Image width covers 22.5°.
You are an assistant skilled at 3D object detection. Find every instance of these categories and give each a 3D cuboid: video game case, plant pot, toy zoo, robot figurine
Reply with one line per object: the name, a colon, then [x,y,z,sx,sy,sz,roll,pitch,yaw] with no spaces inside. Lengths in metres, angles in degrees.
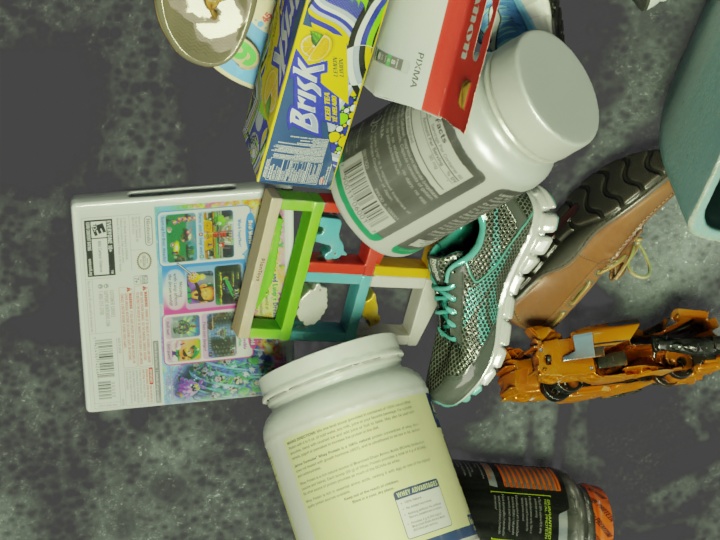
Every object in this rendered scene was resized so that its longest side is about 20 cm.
video game case: [-0.145,0.023,1.511,0.180,0.024,0.202,-5,120,-10]
plant pot: [0.345,-0.140,1.417,0.194,0.201,0.198,12,117,-18]
toy zoo: [0.000,0.000,1.515,0.198,0.020,0.132,3,118,-25]
robot figurine: [0.225,0.075,1.572,0.198,0.059,0.145,-6,165,-19]

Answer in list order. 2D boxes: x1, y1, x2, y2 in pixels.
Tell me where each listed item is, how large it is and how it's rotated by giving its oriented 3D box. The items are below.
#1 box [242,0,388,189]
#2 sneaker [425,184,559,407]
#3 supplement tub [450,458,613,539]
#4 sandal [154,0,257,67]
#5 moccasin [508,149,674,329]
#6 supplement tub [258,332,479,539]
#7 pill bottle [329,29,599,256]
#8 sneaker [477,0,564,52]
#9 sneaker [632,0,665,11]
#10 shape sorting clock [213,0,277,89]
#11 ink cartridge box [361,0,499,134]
box: [-0.033,-0.162,1.360,0.064,0.070,0.201,4,129,-20]
sneaker: [0.086,0.013,1.506,0.091,0.077,0.202,17,95,-32]
supplement tub: [0.119,0.234,1.632,0.198,0.123,0.124,7,118,-15]
sandal: [-0.099,-0.239,1.310,0.080,0.054,0.201,14,116,-14]
moccasin: [0.201,-0.021,1.530,0.077,0.074,0.202,31,110,-29]
supplement tub: [0.004,0.166,1.493,0.144,0.145,0.202,-19,81,-1]
pill bottle: [0.079,-0.097,1.393,0.113,0.114,0.199,37,135,-28]
sneaker: [0.109,-0.199,1.422,0.089,0.079,0.202,-8,120,15]
sneaker: [0.242,-0.304,1.385,0.086,0.081,0.201,-16,131,-16]
shape sorting clock: [-0.043,-0.224,1.380,0.198,0.039,0.202,-5,121,-9]
ink cartridge box: [0.051,-0.193,1.283,0.050,0.200,0.163,11,102,-12]
